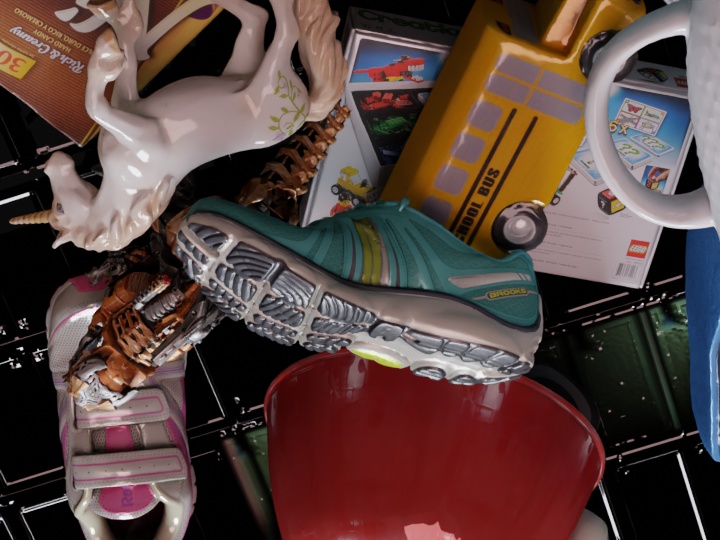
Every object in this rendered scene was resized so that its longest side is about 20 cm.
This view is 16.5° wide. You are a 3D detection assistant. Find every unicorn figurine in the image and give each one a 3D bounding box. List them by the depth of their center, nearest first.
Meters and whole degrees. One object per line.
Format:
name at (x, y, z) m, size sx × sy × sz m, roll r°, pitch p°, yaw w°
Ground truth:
unicorn figurine at (-0.097, -0.081, 1.263) m, size 0.199 × 0.074 × 0.138 m, roll -12°, pitch 125°, yaw -1°

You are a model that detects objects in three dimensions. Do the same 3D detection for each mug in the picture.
mug at (0.208, -0.083, 1.221) m, size 0.199 × 0.148 × 0.176 m, roll -11°, pitch 114°, yaw 17°

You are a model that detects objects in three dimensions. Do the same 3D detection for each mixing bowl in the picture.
mixing bowl at (0.031, 0.139, 1.395) m, size 0.199 × 0.109 × 0.200 m, roll 10°, pitch 148°, yaw 6°

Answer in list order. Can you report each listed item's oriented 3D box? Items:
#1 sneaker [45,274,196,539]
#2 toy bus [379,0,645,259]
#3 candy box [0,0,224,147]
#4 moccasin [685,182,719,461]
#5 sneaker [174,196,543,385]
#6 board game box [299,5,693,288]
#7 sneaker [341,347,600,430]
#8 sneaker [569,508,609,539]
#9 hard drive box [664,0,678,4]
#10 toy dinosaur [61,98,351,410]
sneaker at (-0.131, 0.095, 1.416) m, size 0.081 × 0.088 × 0.201 m, roll -10°, pitch 121°, yaw 2°
toy bus at (0.075, -0.076, 1.304) m, size 0.078 × 0.065 × 0.200 m, roll 19°, pitch 118°, yaw -13°
candy box at (-0.121, -0.172, 1.277) m, size 0.117 × 0.057 × 0.200 m, roll 38°, pitch 113°, yaw -25°
moccasin at (0.224, 0.021, 1.417) m, size 0.068 × 0.081 × 0.200 m, roll -10°, pitch 135°, yaw -4°
sneaker at (0.000, 0.000, 1.266) m, size 0.199 × 0.080 × 0.077 m, roll 17°, pitch 154°, yaw -18°
board game box at (0.076, -0.065, 1.367) m, size 0.199 × 0.035 × 0.127 m, roll 10°, pitch 119°, yaw -10°
sneaker at (0.054, 0.054, 1.404) m, size 0.199 × 0.083 × 0.071 m, roll 33°, pitch 79°, yaw -21°
sneaker at (0.117, 0.234, 1.523) m, size 0.111 × 0.077 × 0.200 m, roll 31°, pitch 118°, yaw -14°
hard drive box at (0.256, -0.156, 1.304) m, size 0.156 × 0.077 × 0.200 m, roll -40°, pitch 116°, yaw 17°
toy dinosaur at (-0.079, -0.009, 1.325) m, size 0.200 × 0.136 × 0.102 m, roll -26°, pitch 116°, yaw 0°
